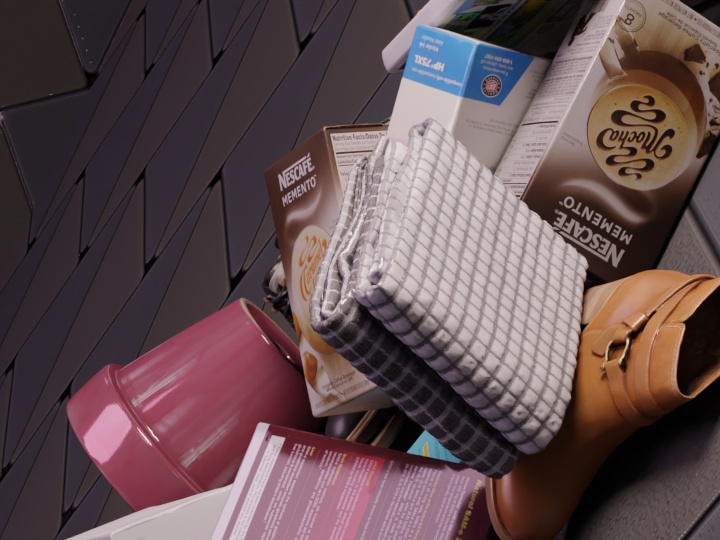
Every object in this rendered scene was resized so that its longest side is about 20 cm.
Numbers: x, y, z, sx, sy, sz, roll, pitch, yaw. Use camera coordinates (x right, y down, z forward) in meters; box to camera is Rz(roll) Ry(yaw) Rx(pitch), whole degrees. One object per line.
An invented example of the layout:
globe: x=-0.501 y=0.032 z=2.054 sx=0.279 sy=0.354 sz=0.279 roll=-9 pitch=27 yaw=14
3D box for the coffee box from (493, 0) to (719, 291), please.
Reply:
coffee box: x=0.177 y=-0.091 z=1.524 sx=0.200 sy=0.113 sz=0.080 roll=-63 pitch=18 yaw=-8

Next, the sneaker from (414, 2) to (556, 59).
sneaker: x=0.139 y=-0.200 z=1.744 sx=0.200 sy=0.076 sz=0.078 roll=-19 pitch=5 yaw=-40

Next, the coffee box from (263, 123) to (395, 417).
coffee box: x=0.000 y=0.000 z=1.655 sx=0.114 sy=0.080 sz=0.201 roll=-31 pitch=68 yaw=58

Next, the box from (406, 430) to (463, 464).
box: x=0.039 y=0.182 z=1.567 sx=0.200 sy=0.049 sz=0.082 roll=-52 pitch=19 yaw=21

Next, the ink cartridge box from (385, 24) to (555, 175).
ink cartridge box: x=0.073 y=-0.066 z=1.569 sx=0.067 sy=0.116 sz=0.201 roll=24 pitch=101 yaw=44

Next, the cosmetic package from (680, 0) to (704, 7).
cosmetic package: x=0.250 y=-0.265 z=1.645 sx=0.200 sy=0.090 sz=0.107 roll=-30 pitch=30 yaw=61

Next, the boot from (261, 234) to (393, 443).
boot: x=-0.035 y=0.062 z=1.766 sx=0.077 sy=0.138 sz=0.200 roll=-48 pitch=13 yaw=28

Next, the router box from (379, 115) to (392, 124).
router box: x=0.049 y=-0.115 z=1.843 sx=0.200 sy=0.052 sz=0.157 roll=-32 pitch=4 yaw=-29

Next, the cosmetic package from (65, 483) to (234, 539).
cosmetic package: x=-0.135 y=0.277 z=1.605 sx=0.123 sy=0.200 sz=0.200 roll=-19 pitch=-3 yaw=-28

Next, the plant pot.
plant pot: x=-0.127 y=0.129 z=1.892 sx=0.179 sy=0.200 sz=0.200 roll=-42 pitch=20 yaw=5

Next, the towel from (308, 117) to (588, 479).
towel: x=0.055 y=0.016 z=1.379 sx=0.086 sy=0.166 sz=0.200 roll=-37 pitch=22 yaw=30

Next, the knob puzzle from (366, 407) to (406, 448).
knob puzzle: x=-0.021 y=0.190 z=1.708 sx=0.220 sy=0.030 sz=0.220 roll=-49 pitch=0 yaw=0

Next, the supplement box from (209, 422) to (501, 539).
supplement box: x=0.005 y=0.178 z=1.475 sx=0.200 sy=0.061 sz=0.109 roll=10 pitch=65 yaw=31

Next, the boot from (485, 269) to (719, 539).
boot: x=0.161 y=0.085 z=1.365 sx=0.155 sy=0.074 sz=0.200 roll=-8 pitch=56 yaw=62

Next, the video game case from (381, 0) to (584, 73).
video game case: x=0.134 y=-0.202 z=1.581 sx=0.200 sy=0.182 sz=0.022 roll=-40 pitch=64 yaw=60
